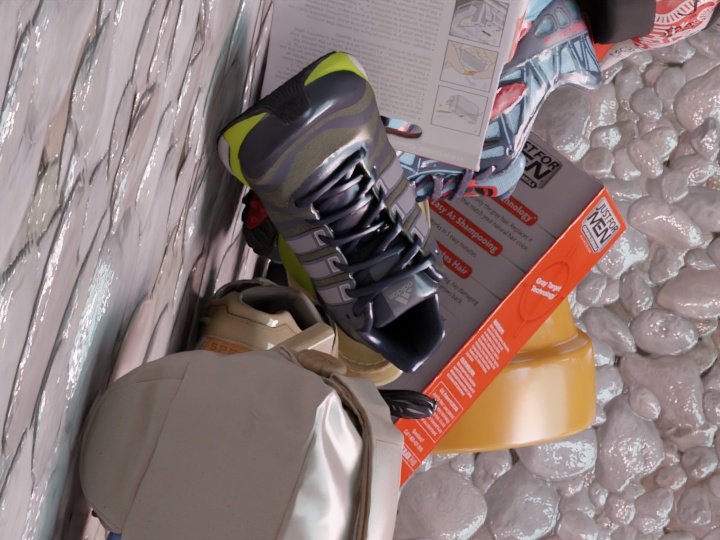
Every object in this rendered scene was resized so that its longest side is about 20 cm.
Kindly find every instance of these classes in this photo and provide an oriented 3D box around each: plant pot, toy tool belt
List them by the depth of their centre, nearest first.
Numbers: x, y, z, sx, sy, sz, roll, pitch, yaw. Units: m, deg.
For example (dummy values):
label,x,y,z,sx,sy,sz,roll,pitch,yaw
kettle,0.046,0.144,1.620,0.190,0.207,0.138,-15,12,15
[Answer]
label,x,y,z,sx,sy,sz,roll,pitch,yaw
toy tool belt,-0.050,0.120,1.044,0.123,0.125,0.200,-18,124,-76
plant pot,0.049,0.007,1.797,0.200,0.200,0.184,-56,145,-80

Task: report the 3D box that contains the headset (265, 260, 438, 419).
label,x,y,z,sx,sy,sz,roll,pitch,yaw
headset,0.000,0.000,1.477,0.200,0.094,0.124,-85,-166,-50

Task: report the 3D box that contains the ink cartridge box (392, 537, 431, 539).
label,x,y,z,sx,sy,sz,roll,pitch,yaw
ink cartridge box,-0.036,0.239,1.545,0.200,0.043,0.196,-60,160,9

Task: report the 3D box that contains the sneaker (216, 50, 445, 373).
label,x,y,z,sx,sy,sz,roll,pitch,yaw
sneaker,0.000,-0.023,1.192,0.074,0.081,0.200,-37,153,-3

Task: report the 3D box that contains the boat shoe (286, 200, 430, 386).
label,x,y,z,sx,sy,sz,roll,pitch,yaw
boat shoe,-0.001,-0.043,1.366,0.063,0.073,0.201,-55,148,-88

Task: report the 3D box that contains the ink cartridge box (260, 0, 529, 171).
label,x,y,z,sx,sy,sz,roll,pitch,yaw
ink cartridge box,0.022,-0.140,1.192,0.200,0.109,0.050,102,5,-46

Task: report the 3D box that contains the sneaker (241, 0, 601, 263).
label,x,y,z,sx,sy,sz,roll,pitch,yaw
sneaker,0.036,-0.060,1.309,0.200,0.096,0.079,-41,-157,-10

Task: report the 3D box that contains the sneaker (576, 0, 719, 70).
label,x,y,z,sx,sy,sz,roll,pitch,yaw
sneaker,0.157,-0.140,1.400,0.201,0.108,0.067,-171,-108,-85

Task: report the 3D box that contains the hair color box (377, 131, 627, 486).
label,x,y,z,sx,sy,sz,roll,pitch,yaw
hair color box,0.044,0.012,1.567,0.200,0.101,0.061,-48,150,-5

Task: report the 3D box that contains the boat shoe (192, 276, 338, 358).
label,x,y,z,sx,sy,sz,roll,pitch,yaw
boat shoe,-0.038,0.041,1.283,0.200,0.075,0.069,-52,160,-84
